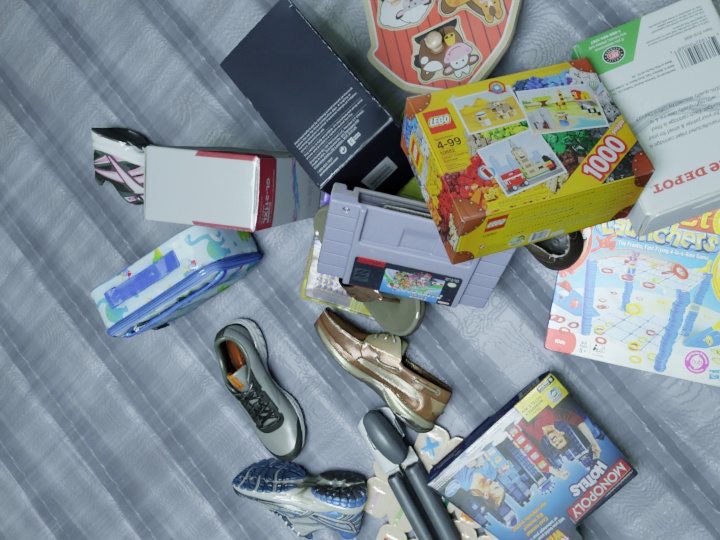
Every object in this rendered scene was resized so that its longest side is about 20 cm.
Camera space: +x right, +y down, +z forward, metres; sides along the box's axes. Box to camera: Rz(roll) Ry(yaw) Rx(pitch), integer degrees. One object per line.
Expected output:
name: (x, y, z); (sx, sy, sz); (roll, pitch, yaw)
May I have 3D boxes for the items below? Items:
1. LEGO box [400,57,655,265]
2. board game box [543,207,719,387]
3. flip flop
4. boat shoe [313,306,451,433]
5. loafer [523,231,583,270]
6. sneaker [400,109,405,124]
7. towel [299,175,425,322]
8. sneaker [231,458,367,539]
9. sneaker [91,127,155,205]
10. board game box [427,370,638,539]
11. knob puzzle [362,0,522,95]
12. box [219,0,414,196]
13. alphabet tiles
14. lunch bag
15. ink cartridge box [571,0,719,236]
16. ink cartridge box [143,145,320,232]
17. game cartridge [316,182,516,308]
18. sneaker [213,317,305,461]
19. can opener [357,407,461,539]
LEGO box: (0.156, -0.110, 0.719); (0.195, 0.078, 0.151); (-15, 62, -11)
board game box: (0.320, 0.008, 0.825); (0.195, 0.056, 0.201); (11, 99, 17)
flip flop: (0.000, 0.000, 0.875); (0.201, 0.057, 0.082); (51, 127, 20)
boat shoe: (0.031, 0.112, 0.926); (0.199, 0.076, 0.074); (41, 100, 2)
loafer: (0.163, -0.085, 0.781); (0.200, 0.071, 0.073); (44, 98, 8)
sneaker: (0.138, -0.156, 0.853); (0.195, 0.083, 0.076); (11, 98, 16)
towel: (0.004, -0.041, 0.940); (0.141, 0.023, 0.205); (19, 101, 16)
sneaker: (-0.085, 0.314, 0.978); (0.195, 0.077, 0.087); (5, 108, 23)
sneaker: (-0.285, -0.126, 1.008); (0.197, 0.080, 0.088); (26, 115, 22)
board game box: (0.216, 0.259, 0.874); (0.200, 0.062, 0.201); (-42, 85, 8)
knob puzzle: (0.092, -0.287, 0.845); (0.215, 0.030, 0.225); (-7, 72, 23)
box: (-0.033, -0.173, 0.832); (0.104, 0.200, 0.183); (-41, 76, 9)
alphabet tiles: (0.101, 0.306, 0.947); (0.196, 0.015, 0.200); (23, 100, 14)
lunch bag: (-0.237, 0.009, 0.951); (0.197, 0.160, 0.084); (-30, 86, 17)
ink cartridge box: (0.320, -0.156, 0.758); (0.144, 0.083, 0.204); (-19, 73, 9)
ink cartridge box: (-0.145, -0.104, 0.890); (0.142, 0.200, 0.085); (7, 100, 17)
game cartridge: (0.056, -0.019, 0.781); (0.195, 0.039, 0.131); (12, 139, -3)
sneaker: (-0.141, 0.164, 0.979); (0.073, 0.079, 0.203); (-29, 88, 16)
can opener: (0.056, 0.267, 0.916); (0.053, 0.067, 0.203); (-30, 84, 17)
